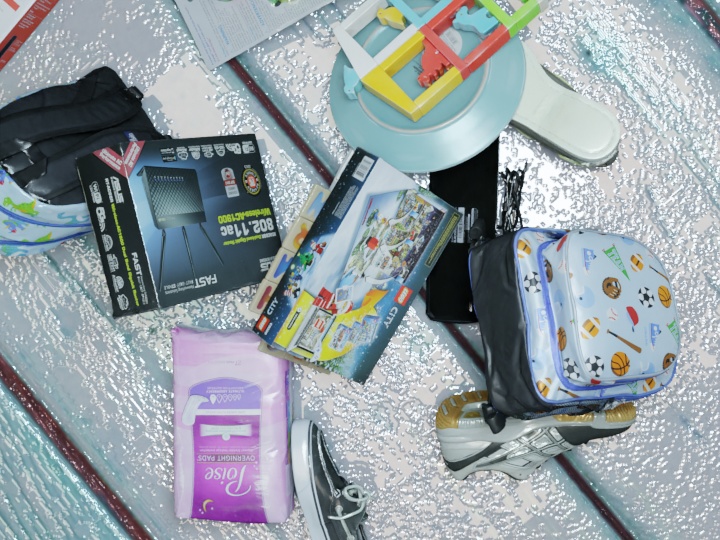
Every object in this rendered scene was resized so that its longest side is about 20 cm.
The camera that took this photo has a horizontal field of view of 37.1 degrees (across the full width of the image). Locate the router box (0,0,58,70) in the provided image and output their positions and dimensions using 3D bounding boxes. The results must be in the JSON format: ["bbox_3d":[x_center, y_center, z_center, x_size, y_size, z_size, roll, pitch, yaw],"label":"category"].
[{"bbox_3d":[-0.427,-0.301,1.101,0.200,0.049,0.180,43,94,1],"label":"router box"}]

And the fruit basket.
[{"bbox_3d":[-0.106,-0.328,1.073,0.199,0.094,0.186,-27,90,20],"label":"fruit basket"}]

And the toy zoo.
[{"bbox_3d":[0.064,-0.233,1.035,0.200,0.020,0.131,-41,66,1],"label":"toy zoo"}]

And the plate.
[{"bbox_3d":[0.061,-0.192,1.048,0.199,0.026,0.201,-6,71,16],"label":"plate"}]

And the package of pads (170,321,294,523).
[{"bbox_3d":[-0.129,0.152,1.087,0.120,0.076,0.201,0,92,6],"label":"package of pads"}]

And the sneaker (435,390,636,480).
[{"bbox_3d":[0.176,0.164,1.079,0.199,0.076,0.088,-5,112,3],"label":"sneaker"}]

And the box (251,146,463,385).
[{"bbox_3d":[0.000,0.000,1.031,0.038,0.136,0.201,32,93,45],"label":"box"}]

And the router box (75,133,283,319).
[{"bbox_3d":[-0.163,-0.047,1.019,0.062,0.200,0.151,-12,92,34],"label":"router box"}]

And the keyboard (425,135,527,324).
[{"bbox_3d":[0.121,-0.045,1.091,0.104,0.040,0.201,4,94,27],"label":"keyboard"}]

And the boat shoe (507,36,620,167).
[{"bbox_3d":[0.170,-0.168,1.057,0.202,0.060,0.072,40,92,20],"label":"boat shoe"}]

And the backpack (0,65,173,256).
[{"bbox_3d":[-0.288,-0.097,1.026,0.154,0.200,0.163,-35,91,23],"label":"backpack"}]

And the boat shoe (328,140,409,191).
[{"bbox_3d":[-0.025,-0.046,1.079,0.068,0.072,0.201,32,100,22],"label":"boat shoe"}]

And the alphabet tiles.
[{"bbox_3d":[-0.018,0.003,1.049,0.006,0.166,0.201,33,96,46],"label":"alphabet tiles"}]

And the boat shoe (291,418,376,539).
[{"bbox_3d":[-0.020,0.242,1.083,0.068,0.074,0.200,-13,92,8],"label":"boat shoe"}]

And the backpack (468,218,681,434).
[{"bbox_3d":[0.209,0.045,1.001,0.190,0.154,0.201,3,79,-39],"label":"backpack"}]
